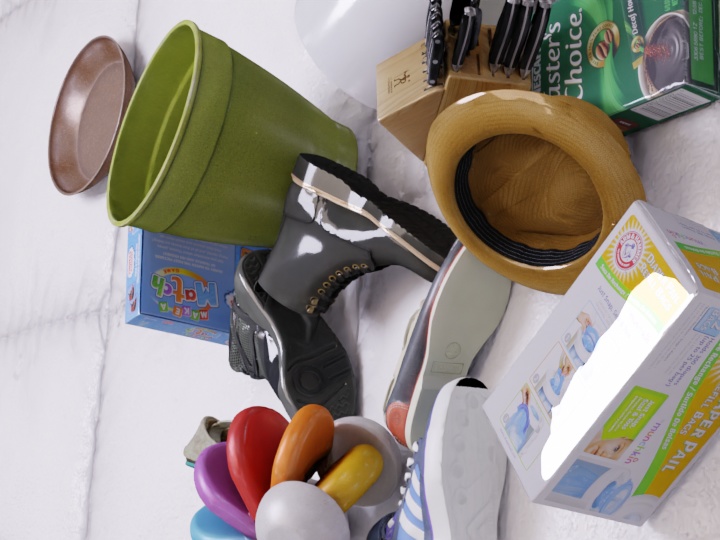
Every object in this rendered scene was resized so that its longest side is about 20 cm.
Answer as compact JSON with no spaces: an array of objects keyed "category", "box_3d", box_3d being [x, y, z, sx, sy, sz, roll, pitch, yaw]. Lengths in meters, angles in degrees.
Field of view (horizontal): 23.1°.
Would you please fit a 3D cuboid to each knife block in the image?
[{"category":"knife block","box_3d":[0.107,-0.152,1.413,0.174,0.200,0.064,-23,47,27]}]

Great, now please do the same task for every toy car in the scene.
[{"category":"toy car","box_3d":[-0.072,0.194,1.503,0.200,0.150,0.175,-51,-4,32]}]

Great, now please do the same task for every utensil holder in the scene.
[{"category":"utensil holder","box_3d":[0.057,-0.256,1.512,0.200,0.169,0.171,-47,43,37]}]

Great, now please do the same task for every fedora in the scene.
[{"category":"fedora","box_3d":[0.145,-0.074,1.359,0.200,0.201,0.082,-23,19,50]}]

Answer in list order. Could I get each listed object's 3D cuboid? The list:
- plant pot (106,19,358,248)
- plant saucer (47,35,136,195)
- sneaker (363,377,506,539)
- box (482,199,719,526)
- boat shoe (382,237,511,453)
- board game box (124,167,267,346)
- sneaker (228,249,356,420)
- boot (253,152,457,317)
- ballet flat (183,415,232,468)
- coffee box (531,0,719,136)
[{"category":"plant pot","box_3d":[-0.112,-0.107,1.663,0.200,0.191,0.202,-47,32,43]},{"category":"plant saucer","box_3d":[-0.324,-0.187,2.164,0.200,0.036,0.203,-25,59,49]},{"category":"sneaker","box_3d":[0.044,0.194,1.439,0.146,0.080,0.202,-13,73,49]},{"category":"box","box_3d":[0.195,0.068,1.235,0.201,0.112,0.102,-56,37,26]},{"category":"boat shoe","box_3d":[0.068,0.054,1.472,0.063,0.071,0.202,35,112,57]},{"category":"board game box","box_3d":[-0.161,-0.031,1.762,0.036,0.150,0.202,-29,55,48]},{"category":"sneaker","box_3d":[-0.067,0.089,1.658,0.200,0.076,0.115,60,154,24]},{"category":"boot","box_3d":[0.000,0.000,1.562,0.199,0.077,0.139,35,109,37]},{"category":"ballet flat","box_3d":[-0.114,0.178,1.696,0.199,0.067,0.063,13,79,56]},{"category":"coffee box","box_3d":[0.196,-0.166,1.382,0.199,0.044,0.124,-18,64,53]}]
